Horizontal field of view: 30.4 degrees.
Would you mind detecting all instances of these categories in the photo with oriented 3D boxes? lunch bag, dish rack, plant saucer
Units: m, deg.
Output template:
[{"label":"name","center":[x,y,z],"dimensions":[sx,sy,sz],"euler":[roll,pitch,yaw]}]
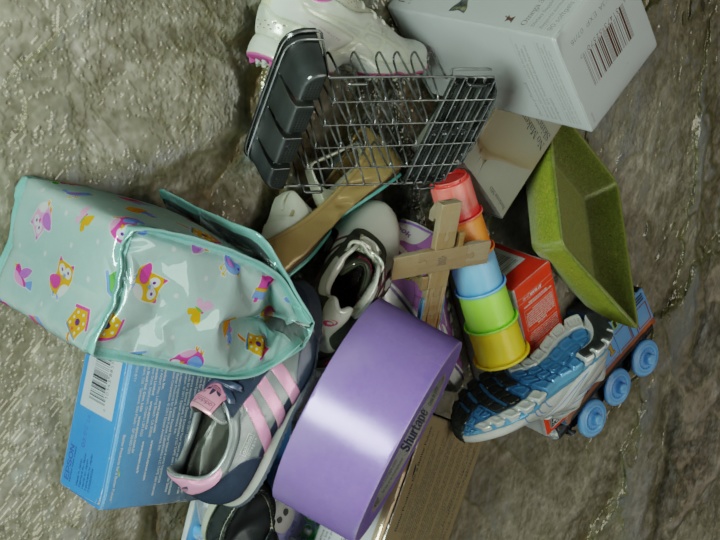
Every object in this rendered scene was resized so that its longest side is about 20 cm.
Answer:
[{"label":"lunch bag","center":[-0.151,0.006,1.016],"dimensions":[0.199,0.170,0.123],"euler":[11,98,-43]},{"label":"dish rack","center":[0.013,-0.130,1.130],"dimensions":[0.199,0.055,0.154],"euler":[-3,144,-25]},{"label":"plant saucer","center":[0.229,-0.057,1.426],"dimensions":[0.200,0.048,0.201],"euler":[40,40,-46]}]

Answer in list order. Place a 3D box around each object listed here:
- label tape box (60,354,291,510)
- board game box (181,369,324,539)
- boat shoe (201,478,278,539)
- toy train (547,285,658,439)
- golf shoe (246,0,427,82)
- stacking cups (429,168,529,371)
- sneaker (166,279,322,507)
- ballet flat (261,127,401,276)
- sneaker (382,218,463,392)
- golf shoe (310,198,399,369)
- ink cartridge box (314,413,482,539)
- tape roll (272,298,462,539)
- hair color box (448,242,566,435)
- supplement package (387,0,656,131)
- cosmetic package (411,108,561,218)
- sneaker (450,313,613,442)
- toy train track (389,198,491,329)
[{"label":"label tape box","center":[-0.148,0.121,1.143],"dimensions":[0.199,0.063,0.145],"euler":[5,101,-48]},{"label":"board game box","center":[-0.071,0.185,1.276],"dimensions":[0.199,0.026,0.201],"euler":[8,99,-47]},{"label":"boat shoe","center":[-0.102,0.262,1.185],"dimensions":[0.074,0.066,0.200],"euler":[-14,137,-34]},{"label":"toy train","center":[0.270,0.106,1.561],"dimensions":[0.200,0.086,0.115],"euler":[-43,122,-23]},{"label":"golf shoe","center":[-0.009,-0.212,1.157],"dimensions":[0.199,0.075,0.092],"euler":[-4,104,-46]},{"label":"stacking cups","center":[0.111,0.001,1.293],"dimensions":[0.060,0.060,0.201],"euler":[-36,119,-31]},{"label":"sneaker","center":[-0.095,0.097,1.091],"dimensions":[0.082,0.070,0.201],"euler":[23,85,-51]},{"label":"ballet flat","center":[-0.044,-0.059,1.196],"dimensions":[0.200,0.068,0.063],"euler":[-44,109,-31]},{"label":"sneaker","center":[0.074,0.032,1.337],"dimensions":[0.114,0.072,0.201],"euler":[-53,135,-22]},{"label":"golf shoe","center":[0.000,0.000,1.190],"dimensions":[0.077,0.088,0.200],"euler":[34,48,-9]},{"label":"ink cartridge box","center":[0.036,0.238,1.344],"dimensions":[0.165,0.075,0.201],"euler":[28,81,-60]},{"label":"tape roll","center":[0.007,0.132,1.169],"dimensions":[0.201,0.085,0.200],"euler":[-59,169,-18]},{"label":"hair color box","center":[0.164,0.071,1.420],"dimensions":[0.061,0.101,0.201],"euler":[-37,129,-28]},{"label":"supplement package","center":[0.147,-0.224,1.217],"dimensions":[0.117,0.199,0.117],"euler":[-52,135,-18]},{"label":"cosmetic package","center":[0.148,-0.166,1.337],"dimensions":[0.201,0.073,0.104],"euler":[-58,137,-15]},{"label":"sneaker","center":[0.181,0.130,1.347],"dimensions":[0.199,0.075,0.087],"euler":[-29,131,-19]},{"label":"toy train track","center":[0.061,0.022,1.255],"dimensions":[0.114,0.033,0.201],"euler":[-10,121,-34]}]
